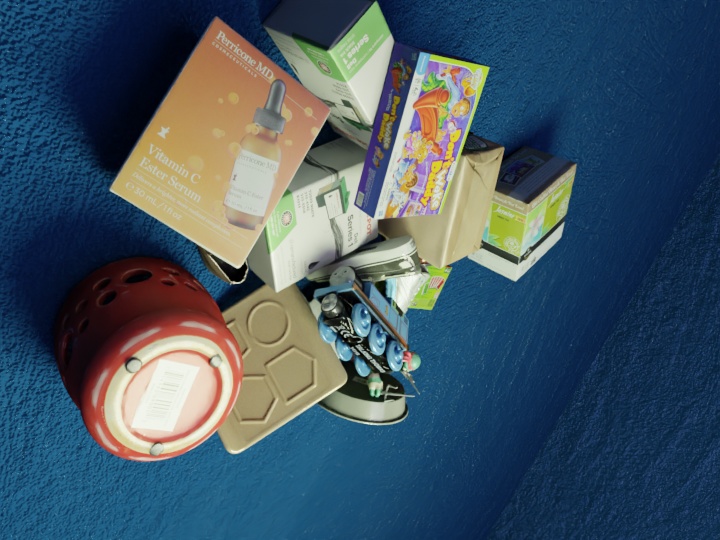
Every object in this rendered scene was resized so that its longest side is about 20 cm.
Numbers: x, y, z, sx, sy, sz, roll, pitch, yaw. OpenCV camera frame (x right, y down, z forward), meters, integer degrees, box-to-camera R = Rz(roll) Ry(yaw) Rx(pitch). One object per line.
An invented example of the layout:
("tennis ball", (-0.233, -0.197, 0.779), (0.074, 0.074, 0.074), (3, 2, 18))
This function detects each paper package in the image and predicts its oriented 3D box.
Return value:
("paper package", (0.101, -0.134, 0.857), (0.102, 0.199, 0.194), (-21, 131, -38))

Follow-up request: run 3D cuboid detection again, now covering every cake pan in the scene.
("cake pan", (-0.002, 0.222, 1.012), (0.198, 0.198, 0.037), (2, 107, -47))

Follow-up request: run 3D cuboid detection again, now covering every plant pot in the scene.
("plant pot", (-0.244, 0.107, 0.644), (0.198, 0.182, 0.204), (-16, 119, -32))

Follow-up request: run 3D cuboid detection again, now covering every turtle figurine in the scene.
("turtle figurine", (0.046, 0.167, 1.007), (0.148, 0.197, 0.103), (0, 102, -52))

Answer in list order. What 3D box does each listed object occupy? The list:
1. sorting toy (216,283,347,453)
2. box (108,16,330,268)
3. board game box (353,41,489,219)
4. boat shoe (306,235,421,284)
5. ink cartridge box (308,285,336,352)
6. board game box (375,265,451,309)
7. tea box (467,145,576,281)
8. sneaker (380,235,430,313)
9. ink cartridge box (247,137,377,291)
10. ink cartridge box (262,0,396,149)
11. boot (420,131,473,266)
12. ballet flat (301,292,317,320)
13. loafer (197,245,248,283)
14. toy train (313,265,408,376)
("sorting toy", (-0.144, 0.133, 0.791), (0.198, 0.187, 0.037), (-31, 171, -8))
("box", (-0.153, -0.133, 0.593), (0.151, 0.106, 0.202), (31, 85, -24))
("board game box", (0.076, -0.170, 0.689), (0.133, 0.045, 0.203), (-10, 126, -41))
("boat shoe", (0.000, 0.000, 0.859), (0.071, 0.196, 0.065), (-48, 123, -58))
("ink cartridge box", (-0.061, 0.102, 0.922), (0.199, 0.104, 0.059), (-39, 175, -22))
("board game box", (0.095, 0.020, 1.086), (0.198, 0.047, 0.103), (8, 111, -50))
("tea box", (0.345, -0.127, 1.168), (0.199, 0.132, 0.200), (-37, 139, -31))
("sneaker", (0.081, 0.030, 0.957), (0.085, 0.076, 0.203), (-3, 124, -1))
("ink cartridge box", (-0.070, -0.086, 0.786), (0.198, 0.084, 0.148), (-30, 136, -29))
("ink cartridge box", (-0.011, -0.248, 0.692), (0.085, 0.146, 0.200), (-48, 142, -6))
("boot", (0.152, -0.127, 0.989), (0.187, 0.068, 0.203), (-34, 137, -25))
("ballet flat", (-0.089, 0.108, 0.842), (0.068, 0.204, 0.070), (-10, 164, -3))
("loafer", (-0.187, -0.061, 0.699), (0.073, 0.071, 0.202), (-39, 138, -19))
("toy train", (0.004, 0.077, 0.814), (0.200, 0.085, 0.116), (50, 37, -42))
